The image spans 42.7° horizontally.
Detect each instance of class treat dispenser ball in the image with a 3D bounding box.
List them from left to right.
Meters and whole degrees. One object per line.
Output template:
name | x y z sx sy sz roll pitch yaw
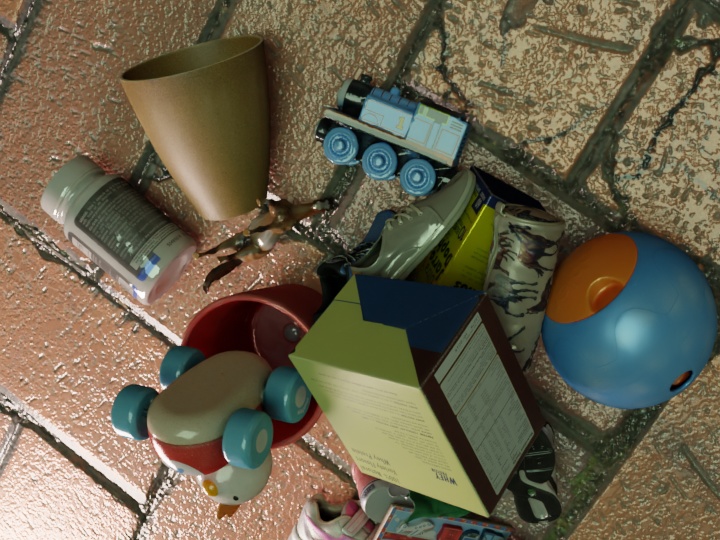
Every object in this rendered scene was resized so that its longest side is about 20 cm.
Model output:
treat dispenser ball | 0.308 0.057 1.068 0.197 0.201 0.205 3 103 14

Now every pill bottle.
pill bottle | -0.332 -0.058 1.264 0.199 0.114 0.114 40 109 3

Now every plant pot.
plant pot | -0.187 -0.175 1.179 0.183 0.187 0.203 -7 115 16
plant pot | -0.112 0.106 1.206 0.196 0.177 0.205 4 104 15

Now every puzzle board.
puzzle board | 0.097 0.392 1.239 0.197 0.017 0.153 17 109 -25

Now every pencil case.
pencil case | 0.171 0.020 1.043 0.088 0.078 0.203 0 115 -21

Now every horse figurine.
horse figurine | -0.137 -0.046 1.221 0.199 0.132 0.050 -39 78 29

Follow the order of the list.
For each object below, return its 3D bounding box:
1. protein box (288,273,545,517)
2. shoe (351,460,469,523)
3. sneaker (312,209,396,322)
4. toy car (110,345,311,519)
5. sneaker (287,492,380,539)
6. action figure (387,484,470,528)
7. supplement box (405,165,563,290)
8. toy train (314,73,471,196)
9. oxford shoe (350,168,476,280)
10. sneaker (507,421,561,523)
protein box | 0.065 0.131 1.014 0.196 0.135 0.202 8 137 44
shoe | 0.074 0.317 1.261 0.198 0.091 0.072 31 103 -25
sneaker | 0.000 0.000 1.153 0.089 0.202 0.078 40 147 -26
toy car | -0.161 0.214 1.071 0.181 0.177 0.204 7 117 24
sneaker | -0.005 0.372 1.286 0.196 0.081 0.090 14 107 11
action figure | 0.109 0.276 1.185 0.054 0.199 0.120 18 84 39
supplement box | 0.140 -0.004 1.132 0.108 0.109 0.202 24 108 -16
toy train | 0.041 -0.169 1.156 0.197 0.087 0.116 23 99 9
oxford shoe | 0.062 -0.049 1.095 0.058 0.075 0.200 43 89 -12
sneaker | 0.207 0.219 1.163 0.074 0.117 0.202 -9 133 12
